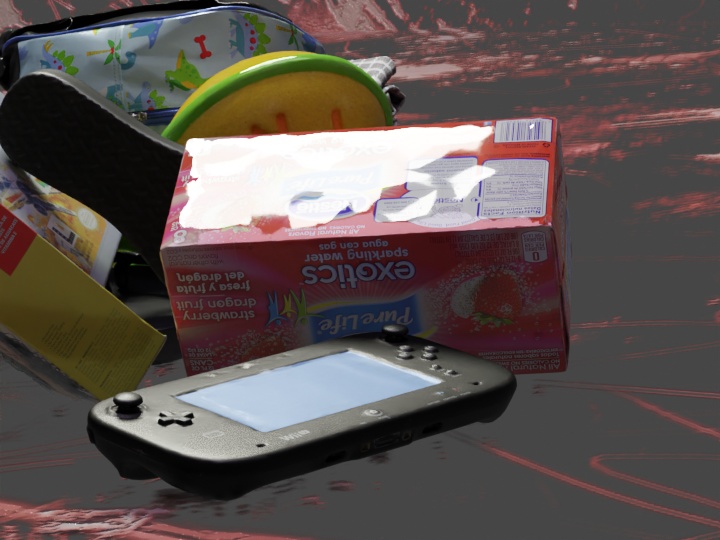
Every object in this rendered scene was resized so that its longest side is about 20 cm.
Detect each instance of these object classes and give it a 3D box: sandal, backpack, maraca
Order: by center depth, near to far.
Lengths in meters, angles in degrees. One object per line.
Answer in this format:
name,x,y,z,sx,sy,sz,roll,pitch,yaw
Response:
sandal,-0.110,-0.045,1.472,0.200,0.075,0.048,39,17,6
sandal,-0.123,0.015,1.517,0.076,0.043,0.200,-6,10,-8
maraca,-0.072,-0.058,1.600,0.200,0.137,0.107,-33,42,12
backpack,-0.122,-0.095,1.784,0.199,0.148,0.183,-10,-13,23

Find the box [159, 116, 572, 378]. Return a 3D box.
box,0.006,-0.008,1.351,0.199,0.096,0.100,-3,36,8

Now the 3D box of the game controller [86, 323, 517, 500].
game controller,-0.023,0.062,1.198,0.199,0.042,0.104,-14,13,-42

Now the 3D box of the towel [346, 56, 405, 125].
towel,-0.074,-0.125,2.205,0.199,0.086,0.165,0,11,27

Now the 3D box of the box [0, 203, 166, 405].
box,-0.190,-0.007,1.294,0.200,0.050,0.075,42,-17,-29

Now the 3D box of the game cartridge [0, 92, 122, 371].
game cartridge,-0.197,-0.030,1.464,0.041,0.133,0.200,-39,18,21

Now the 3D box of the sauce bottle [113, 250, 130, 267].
sauce bottle,-0.194,-0.015,1.666,0.199,0.066,0.066,-6,9,-9
